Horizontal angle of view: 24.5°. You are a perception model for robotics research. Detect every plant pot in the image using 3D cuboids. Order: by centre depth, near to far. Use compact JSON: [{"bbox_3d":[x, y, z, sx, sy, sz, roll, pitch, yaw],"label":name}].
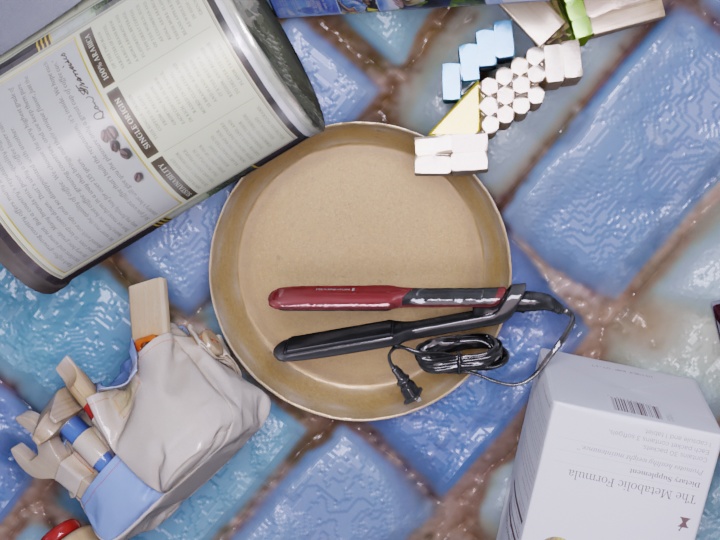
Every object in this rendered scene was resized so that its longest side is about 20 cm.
[{"bbox_3d":[0.000,0.000,1.091,0.198,0.028,0.202,0,104,2],"label":"plant pot"}]

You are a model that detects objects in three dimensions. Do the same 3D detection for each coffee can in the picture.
[{"bbox_3d":[-0.142,-0.098,1.007,0.199,0.146,0.147,-29,102,9],"label":"coffee can"}]

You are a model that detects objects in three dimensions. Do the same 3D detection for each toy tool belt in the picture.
[{"bbox_3d":[-0.163,0.108,1.089,0.200,0.125,0.123,-44,77,20],"label":"toy tool belt"}]

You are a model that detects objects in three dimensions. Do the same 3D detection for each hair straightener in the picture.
[{"bbox_3d":[0.041,0.046,1.074,0.198,0.041,0.078,-3,105,-2],"label":"hair straightener"}]

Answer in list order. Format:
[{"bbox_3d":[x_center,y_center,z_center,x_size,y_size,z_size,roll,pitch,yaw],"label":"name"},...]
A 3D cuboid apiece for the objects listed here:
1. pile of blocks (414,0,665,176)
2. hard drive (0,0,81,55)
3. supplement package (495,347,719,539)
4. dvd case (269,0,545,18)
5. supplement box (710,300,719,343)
[{"bbox_3d":[0.101,-0.134,1.037,0.200,0.062,0.082,-41,88,1],"label":"pile of blocks"},{"bbox_3d":[-0.222,-0.168,1.001,0.199,0.135,0.042,-30,117,8],"label":"hard drive"},{"bbox_3d":[0.153,0.171,1.088,0.113,0.110,0.202,11,105,-1],"label":"supplement package"},{"bbox_3d":[0.009,-0.214,0.964,0.198,0.018,0.143,2,134,32],"label":"dvd case"},{"bbox_3d":[0.272,0.087,1.015,0.060,0.200,0.110,-16,104,6],"label":"supplement box"}]
